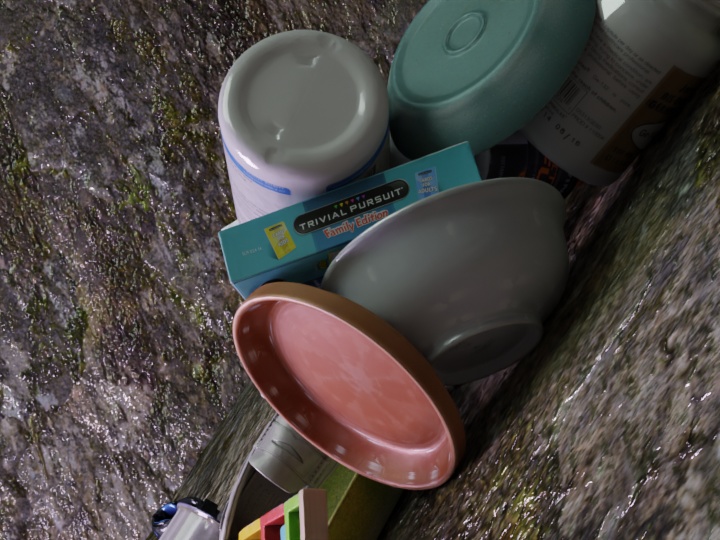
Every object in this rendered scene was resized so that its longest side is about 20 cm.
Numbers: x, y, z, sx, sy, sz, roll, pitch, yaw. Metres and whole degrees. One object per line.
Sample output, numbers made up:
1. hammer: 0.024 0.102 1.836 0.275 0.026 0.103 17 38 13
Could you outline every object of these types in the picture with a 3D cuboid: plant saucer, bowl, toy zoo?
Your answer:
1. plant saucer: -0.006 0.083 1.265 0.032 0.200 0.200 -51 3 -29
2. plant saucer: -0.011 0.195 1.431 0.201 0.048 0.200 -58 6 -29
3. plant saucer: 0.089 -0.174 1.320 0.199 0.036 0.201 -29 40 27
4. bowl: 0.077 0.023 1.266 0.199 0.091 0.202 -18 -25 -9
5. toy zoo: -0.065 0.254 1.322 0.200 0.020 0.133 138 133 -62

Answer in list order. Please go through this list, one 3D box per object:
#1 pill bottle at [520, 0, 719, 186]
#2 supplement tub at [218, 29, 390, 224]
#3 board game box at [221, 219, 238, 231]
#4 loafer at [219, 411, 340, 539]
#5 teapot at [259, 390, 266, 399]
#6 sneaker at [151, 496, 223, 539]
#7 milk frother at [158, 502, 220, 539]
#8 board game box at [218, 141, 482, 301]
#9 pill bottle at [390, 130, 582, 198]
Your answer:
1. pill bottle: 0.213 -0.173 1.315 0.200 0.114 0.115 -51 7 25
2. supplement tub: -0.041 -0.085 1.351 0.133 0.131 0.200 -57 -14 -21
3. board game box: 0.000 0.000 1.484 0.198 0.201 0.043 -30 -26 12
4. loafer: -0.057 0.159 1.415 0.201 0.070 0.070 -63 -12 18
5. teapot: 0.007 0.020 1.577 0.146 0.195 0.203 138 134 -86
6. sneaker: -0.206 0.328 1.993 0.200 0.111 0.073 -51 6 39
7. milk frother: -0.226 0.327 1.740 0.189 0.199 0.181 -56 2 -19
8. board game box: 0.008 -0.016 1.311 0.198 0.047 0.151 -19 -25 5
9. pill bottle: 0.120 -0.100 1.437 0.199 0.107 0.106 -7 -38 -51
